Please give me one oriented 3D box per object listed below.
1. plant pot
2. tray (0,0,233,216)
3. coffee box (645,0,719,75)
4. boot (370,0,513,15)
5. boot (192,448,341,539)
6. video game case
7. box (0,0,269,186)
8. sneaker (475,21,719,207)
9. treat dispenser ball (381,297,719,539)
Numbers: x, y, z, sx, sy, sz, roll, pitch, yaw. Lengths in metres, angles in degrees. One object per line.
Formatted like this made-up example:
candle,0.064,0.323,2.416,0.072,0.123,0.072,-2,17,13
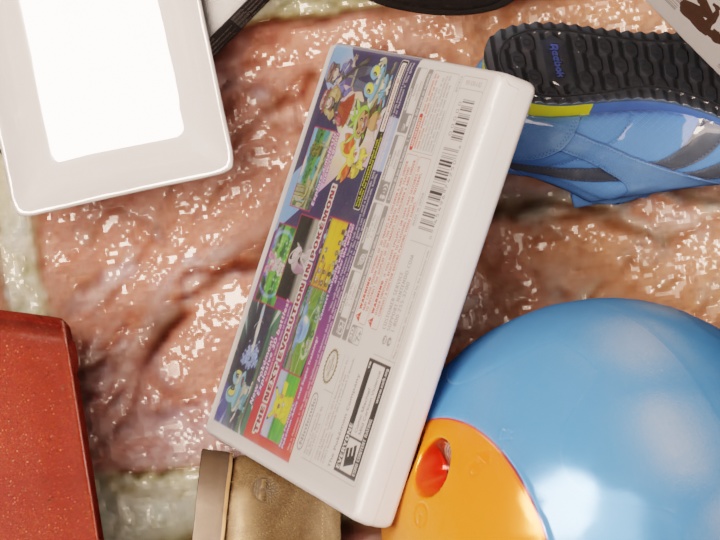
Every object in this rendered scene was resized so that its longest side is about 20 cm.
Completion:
plant pot,-0.209,0.103,1.145,0.175,0.200,0.201,-9,88,-5
tray,-0.129,-0.133,1.168,0.107,0.022,0.201,-12,89,5
coffee box,0.234,-0.110,1.128,0.200,0.080,0.113,45,60,2
boot,0.010,-0.232,1.175,0.187,0.069,0.201,19,63,0
boot,-0.048,0.189,1.185,0.075,0.074,0.201,6,87,-4
video game case,0.000,0.000,1.133,0.023,0.182,0.201,17,91,-26
box,-0.131,-0.157,1.205,0.200,0.050,0.158,-44,86,3
sneaker,0.144,-0.066,1.179,0.199,0.079,0.066,5,47,-8
treat dispenser ball,0.108,0.113,1.101,0.200,0.201,0.202,0,89,6
